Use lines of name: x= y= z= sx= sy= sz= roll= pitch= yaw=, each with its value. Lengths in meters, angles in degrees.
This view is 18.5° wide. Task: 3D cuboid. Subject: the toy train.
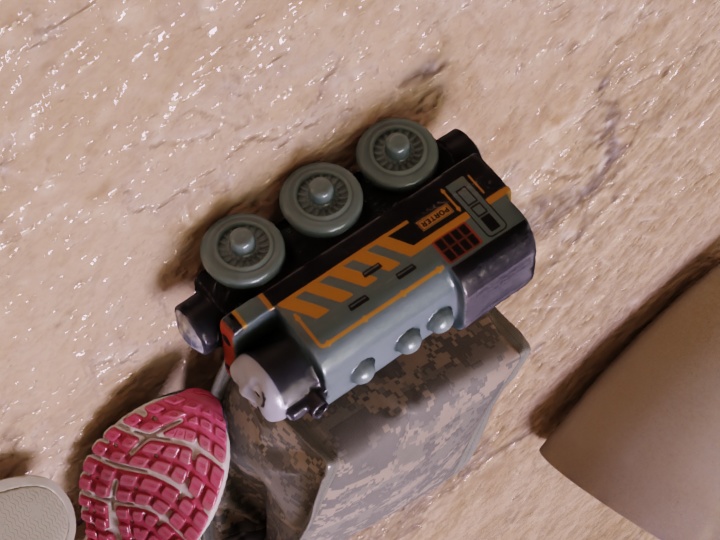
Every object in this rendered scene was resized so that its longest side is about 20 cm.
toy train: x=0.000 y=0.000 z=1.196 sx=0.199 sy=0.114 sz=0.085 roll=-33 pitch=153 yaw=-19

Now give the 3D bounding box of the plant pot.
plant pot: x=0.268 y=0.101 z=1.695 sx=0.201 sy=0.187 sz=0.187 roll=-59 pitch=153 yaw=4

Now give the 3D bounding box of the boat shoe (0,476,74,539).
boat shoe: x=-0.243 y=0.171 z=1.185 sx=0.200 sy=0.072 sz=0.067 roll=-34 pitch=-165 yaw=-32

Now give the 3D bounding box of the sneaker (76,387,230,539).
sneaker: x=-0.127 y=0.140 z=1.299 sx=0.201 sy=0.080 sz=0.075 roll=-62 pitch=177 yaw=37

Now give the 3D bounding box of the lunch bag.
lunch bag: x=-0.011 y=0.095 z=1.322 sx=0.163 sy=0.118 sz=0.200 roll=-28 pitch=156 yaw=-31
